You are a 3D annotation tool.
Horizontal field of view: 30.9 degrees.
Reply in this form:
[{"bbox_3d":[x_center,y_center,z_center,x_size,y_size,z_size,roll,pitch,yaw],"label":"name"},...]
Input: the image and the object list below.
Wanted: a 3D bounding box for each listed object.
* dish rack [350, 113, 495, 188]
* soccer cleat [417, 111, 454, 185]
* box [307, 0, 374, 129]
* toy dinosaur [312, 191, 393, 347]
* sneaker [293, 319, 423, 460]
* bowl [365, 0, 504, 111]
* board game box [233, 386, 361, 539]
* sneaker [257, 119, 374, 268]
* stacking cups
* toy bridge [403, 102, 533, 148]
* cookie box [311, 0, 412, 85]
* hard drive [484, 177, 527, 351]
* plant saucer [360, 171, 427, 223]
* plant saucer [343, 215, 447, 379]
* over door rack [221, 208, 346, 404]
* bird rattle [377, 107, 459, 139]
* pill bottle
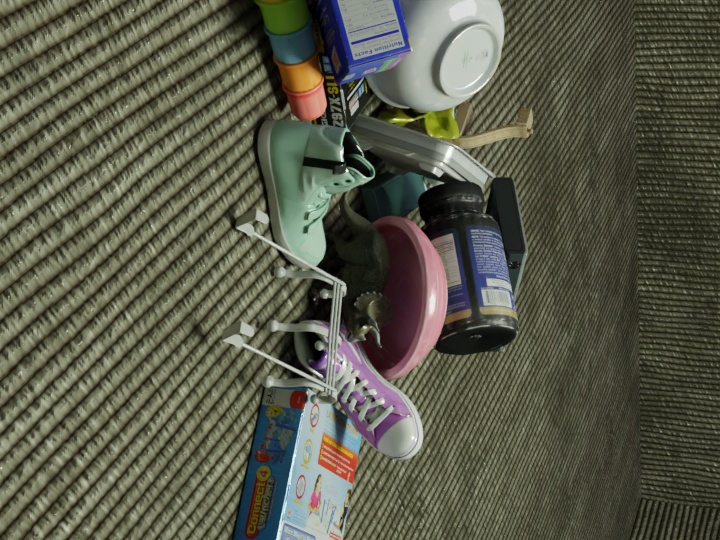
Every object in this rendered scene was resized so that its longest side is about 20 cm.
[{"bbox_3d":[0.072,-0.146,1.685,0.044,0.171,0.200,-68,157,-1],"label":"dish rack"},{"bbox_3d":[0.106,-0.224,1.887,0.085,0.068,0.202,24,66,-56],"label":"soccer cleat"},{"bbox_3d":[-0.013,-0.287,1.587,0.200,0.049,0.161,-61,150,-48],"label":"box"},{"bbox_3d":[0.000,0.000,1.594,0.077,0.101,0.202,40,55,-61],"label":"toy dinosaur"},{"bbox_3d":[-0.013,0.140,1.534,0.073,0.201,0.114,-45,155,10],"label":"sneaker"},{"bbox_3d":[0.106,-0.270,1.578,0.200,0.090,0.202,-23,135,-26],"label":"bowl"},{"bbox_3d":[-0.070,0.255,1.536,0.200,0.055,0.197,47,51,-62],"label":"board game box"},{"bbox_3d":[-0.039,-0.078,1.466,0.074,0.117,0.201,-67,153,-43],"label":"sneaker"},{"bbox_3d":[-0.076,-0.249,1.409,0.061,0.060,0.201,-65,153,-42],"label":"stacking cups"},{"bbox_3d":[0.139,-0.198,1.789,0.027,0.198,0.068,73,31,-49],"label":"toy bridge"},{"bbox_3d":[-0.014,-0.309,1.382,0.171,0.075,0.202,-153,-133,-83],"label":"cookie box"},{"bbox_3d":[0.185,-0.006,1.768,0.201,0.033,0.140,98,-9,-48],"label":"hard drive"},{"bbox_3d":[0.052,-0.105,1.811,0.200,0.019,0.070,-37,114,-63],"label":"plant saucer"},{"bbox_3d":[0.047,0.035,1.618,0.050,0.200,0.202,4,90,-30],"label":"plant saucer"},{"bbox_3d":[-0.089,0.045,1.423,0.200,0.066,0.149,41,45,-49],"label":"over door rack"},{"bbox_3d":[0.090,-0.275,1.736,0.163,0.112,0.202,64,37,-77],"label":"bird rattle"},{"bbox_3d":[0.129,-0.004,1.643,0.112,0.111,0.202,42,37,-64],"label":"pill bottle"}]
